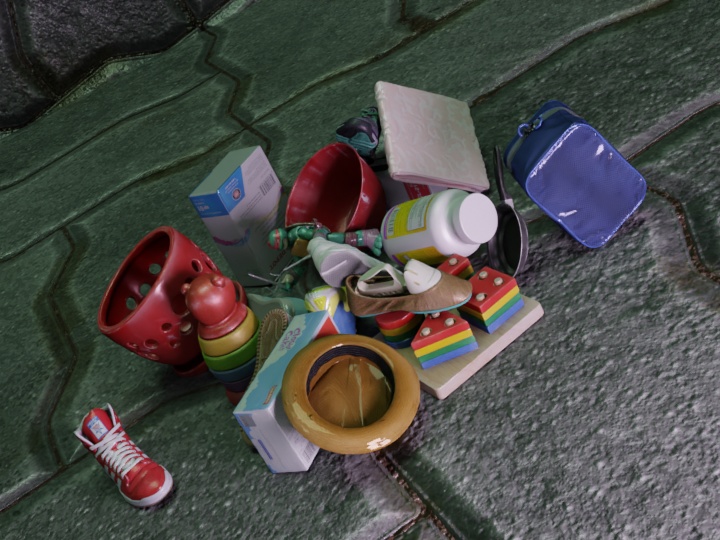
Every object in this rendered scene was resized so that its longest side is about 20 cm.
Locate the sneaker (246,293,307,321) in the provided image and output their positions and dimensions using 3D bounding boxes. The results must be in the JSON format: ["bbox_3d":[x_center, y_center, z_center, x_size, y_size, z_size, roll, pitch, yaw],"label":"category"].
[{"bbox_3d":[-0.131,0.078,1.839,0.081,0.075,0.199,8,-1,-28],"label":"sneaker"}]

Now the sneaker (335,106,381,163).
[{"bbox_3d":[0.003,-0.249,1.939,0.200,0.073,0.089,89,-162,-82],"label":"sneaker"}]

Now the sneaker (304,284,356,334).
[{"bbox_3d":[-0.039,0.074,1.748,0.074,0.107,0.200,-13,0,14],"label":"sneaker"}]

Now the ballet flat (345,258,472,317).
[{"bbox_3d":[0.059,0.021,1.594,0.197,0.073,0.068,-5,36,35],"label":"ballet flat"}]

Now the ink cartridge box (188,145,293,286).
[{"bbox_3d":[-0.194,-0.094,2.015,0.084,0.202,0.145,-6,33,39],"label":"ink cartridge box"}]

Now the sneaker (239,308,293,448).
[{"bbox_3d":[-0.110,0.169,1.664,0.069,0.108,0.204,-2,67,33],"label":"sneaker"}]

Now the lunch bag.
[{"bbox_3d":[0.303,-0.149,1.669,0.136,0.199,0.133,-46,24,10],"label":"lunch bag"}]

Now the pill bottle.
[{"bbox_3d":[0.122,-0.066,1.747,0.104,0.105,0.199,-43,17,-28],"label":"pill bottle"}]

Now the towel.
[{"bbox_3d":[0.118,-0.225,1.945,0.032,0.188,0.203,-52,38,45],"label":"towel"}]

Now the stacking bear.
[{"bbox_3d":[-0.195,0.092,1.708,0.120,0.202,0.114,-11,32,27],"label":"stacking bear"}]

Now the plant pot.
[{"bbox_3d":[-0.297,0.061,1.834,0.199,0.182,0.202,-35,32,26],"label":"plant pot"}]

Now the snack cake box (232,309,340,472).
[{"bbox_3d":[-0.083,0.166,1.578,0.066,0.116,0.201,-11,32,35],"label":"snack cake box"}]

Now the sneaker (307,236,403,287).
[{"bbox_3d":[0.000,0.000,1.699,0.071,0.199,0.080,-52,43,8],"label":"sneaker"}]

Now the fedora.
[{"bbox_3d":[-0.014,0.176,1.508,0.196,0.083,0.203,3,44,-3],"label":"fedora"}]

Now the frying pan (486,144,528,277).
[{"bbox_3d":[0.211,-0.076,1.697,0.030,0.115,0.193,-1,64,-19],"label":"frying pan"}]

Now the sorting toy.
[{"bbox_3d":[0.121,0.065,1.618,0.198,0.070,0.199,-37,30,-17],"label":"sorting toy"}]

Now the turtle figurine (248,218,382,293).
[{"bbox_3d":[-0.072,-0.031,1.791,0.196,0.103,0.150,2,-22,-18],"label":"turtle figurine"}]

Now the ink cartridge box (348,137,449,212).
[{"bbox_3d":[0.067,-0.175,2.042,0.197,0.084,0.146,-6,35,34],"label":"ink cartridge box"}]

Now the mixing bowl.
[{"bbox_3d":[-0.026,-0.103,1.940,0.199,0.107,0.204,-26,54,41],"label":"mixing bowl"}]

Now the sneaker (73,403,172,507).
[{"bbox_3d":[-0.349,0.264,1.651,0.071,0.114,0.199,-40,31,-22],"label":"sneaker"}]
